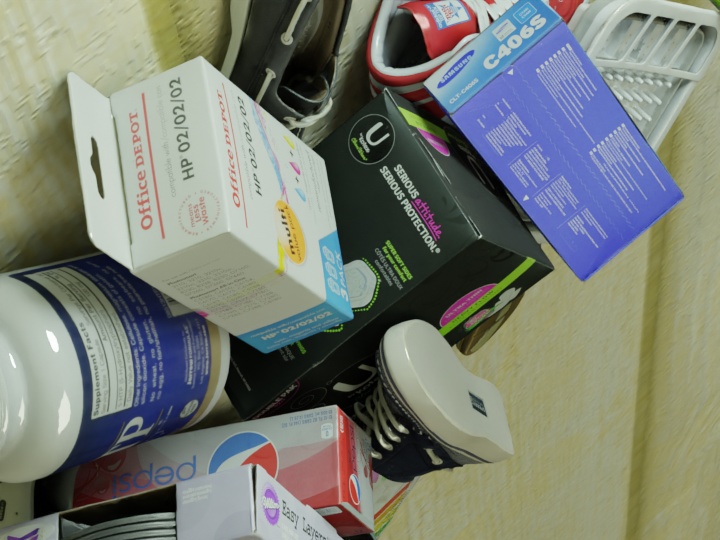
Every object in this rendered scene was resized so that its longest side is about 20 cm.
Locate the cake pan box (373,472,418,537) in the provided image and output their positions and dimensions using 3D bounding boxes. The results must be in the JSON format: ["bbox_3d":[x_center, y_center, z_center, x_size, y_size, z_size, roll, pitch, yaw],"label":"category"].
[{"bbox_3d":[-0.016,0.193,1.618,0.200,0.052,0.184,-56,159,13],"label":"cake pan box"}]

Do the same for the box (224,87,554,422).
[{"bbox_3d":[0.000,0.000,1.271,0.200,0.125,0.148,-38,159,16],"label":"box"}]

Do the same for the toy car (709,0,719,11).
[{"bbox_3d":[0.252,-0.298,1.327,0.164,0.158,0.200,-45,145,11],"label":"toy car"}]

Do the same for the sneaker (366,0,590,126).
[{"bbox_3d":[0.083,-0.175,1.286,0.200,0.071,0.113,-44,158,-9],"label":"sneaker"}]

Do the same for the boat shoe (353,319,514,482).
[{"bbox_3d":[0.029,0.096,1.258,0.092,0.075,0.200,-20,152,16],"label":"boat shoe"}]

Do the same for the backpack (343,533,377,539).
[{"bbox_3d":[-0.069,0.226,1.440,0.151,0.201,0.177,-42,164,35],"label":"backpack"}]

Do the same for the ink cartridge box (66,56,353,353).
[{"bbox_3d":[-0.083,-0.041,1.105,0.068,0.116,0.200,-21,154,19],"label":"ink cartridge box"}]

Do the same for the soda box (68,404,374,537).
[{"bbox_3d":[-0.094,0.142,1.229,0.199,0.070,0.063,-12,153,17],"label":"soda box"}]

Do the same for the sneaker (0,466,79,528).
[{"bbox_3d":[-0.233,0.161,1.209,0.200,0.088,0.074,-55,156,13],"label":"sneaker"}]

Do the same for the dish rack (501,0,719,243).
[{"bbox_3d":[0.166,-0.112,1.366,0.171,0.044,0.201,-2,126,-53],"label":"dish rack"}]

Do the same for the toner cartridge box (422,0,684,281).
[{"bbox_3d":[0.132,-0.085,1.273,0.095,0.043,0.200,-40,133,2],"label":"toner cartridge box"}]

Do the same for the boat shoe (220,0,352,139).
[{"bbox_3d":[-0.043,-0.122,1.162,0.074,0.060,0.201,-36,153,-38],"label":"boat shoe"}]

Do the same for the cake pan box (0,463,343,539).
[{"bbox_3d":[-0.106,0.190,1.184,0.183,0.053,0.200,-16,147,16],"label":"cake pan box"}]

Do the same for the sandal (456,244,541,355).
[{"bbox_3d":[0.114,-0.028,1.572,0.080,0.054,0.201,-15,123,-59],"label":"sandal"}]

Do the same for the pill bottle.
[{"bbox_3d":[-0.182,0.056,1.108,0.200,0.120,0.120,-15,138,-50],"label":"pill bottle"}]
